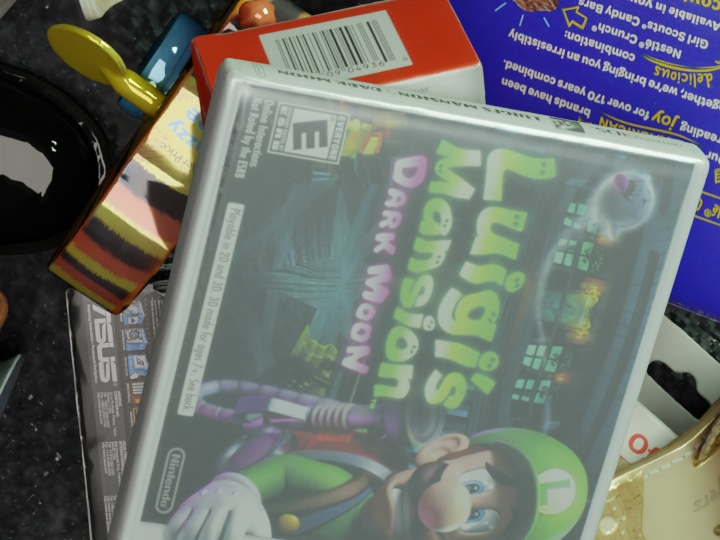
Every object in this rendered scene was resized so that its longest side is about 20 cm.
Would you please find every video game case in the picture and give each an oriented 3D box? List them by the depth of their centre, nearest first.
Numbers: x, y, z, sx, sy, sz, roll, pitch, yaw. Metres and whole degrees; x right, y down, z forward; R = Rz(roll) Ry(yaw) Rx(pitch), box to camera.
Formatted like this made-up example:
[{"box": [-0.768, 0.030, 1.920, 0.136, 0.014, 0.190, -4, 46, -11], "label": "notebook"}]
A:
[{"box": [0.015, 0.034, 0.928, 0.181, 0.023, 0.201, 9, 111, -16], "label": "video game case"}]

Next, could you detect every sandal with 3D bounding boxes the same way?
[{"box": [0.162, 0.079, 1.001, 0.211, 0.070, 0.078, -30, 108, -11], "label": "sandal"}]

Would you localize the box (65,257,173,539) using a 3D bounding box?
[{"box": [-0.037, 0.093, 1.092, 0.159, 0.044, 0.201, -5, 103, 0], "label": "box"}]

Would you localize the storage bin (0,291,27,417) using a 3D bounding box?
[{"box": [-0.213, 0.054, 0.998, 0.134, 0.200, 0.146, 25, 87, -6], "label": "storage bin"}]

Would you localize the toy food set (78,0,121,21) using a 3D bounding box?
[{"box": [-0.022, -0.185, 0.912, 0.199, 0.060, 0.144, -17, 108, -6], "label": "toy food set"}]

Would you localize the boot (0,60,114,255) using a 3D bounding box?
[{"box": [-0.205, -0.046, 1.001, 0.210, 0.158, 0.080, 15, 102, -4], "label": "boot"}]

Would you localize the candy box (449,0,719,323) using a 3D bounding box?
[{"box": [0.120, -0.099, 0.991, 0.168, 0.077, 0.201, 22, 110, 22], "label": "candy box"}]

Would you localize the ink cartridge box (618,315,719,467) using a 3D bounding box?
[{"box": [0.095, 0.118, 1.059, 0.116, 0.067, 0.200, 40, 86, -21], "label": "ink cartridge box"}]

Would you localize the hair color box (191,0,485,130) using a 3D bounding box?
[{"box": [0.000, 0.000, 0.977, 0.101, 0.061, 0.201, -12, 126, -7], "label": "hair color box"}]

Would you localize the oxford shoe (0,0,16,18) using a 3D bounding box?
[{"box": [-0.123, -0.164, 1.025, 0.200, 0.075, 0.058, -49, 122, 3], "label": "oxford shoe"}]

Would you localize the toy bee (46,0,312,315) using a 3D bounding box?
[{"box": [-0.059, -0.076, 0.999, 0.130, 0.109, 0.201, 13, 91, -9], "label": "toy bee"}]
